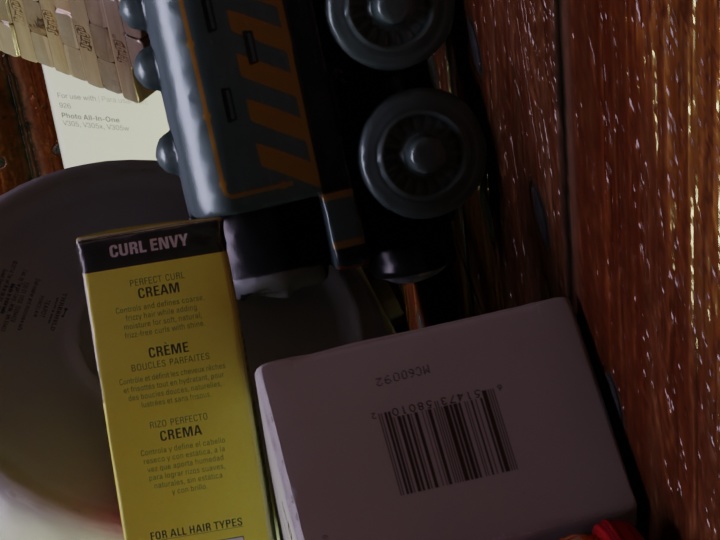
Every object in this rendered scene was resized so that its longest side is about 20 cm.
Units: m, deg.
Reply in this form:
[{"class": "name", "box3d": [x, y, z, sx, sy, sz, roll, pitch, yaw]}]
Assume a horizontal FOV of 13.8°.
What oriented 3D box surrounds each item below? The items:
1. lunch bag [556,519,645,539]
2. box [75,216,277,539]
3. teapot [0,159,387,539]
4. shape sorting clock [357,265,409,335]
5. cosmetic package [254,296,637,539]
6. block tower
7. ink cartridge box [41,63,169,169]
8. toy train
[{"class": "lunch bag", "box3d": [0.071, 0.188, 0.889, 0.200, 0.082, 0.176, 86, 169, -57]}, {"class": "box", "box3d": [-0.053, 0.083, 0.972, 0.075, 0.050, 0.200, -156, 57, -86]}, {"class": "teapot", "box3d": [-0.084, 0.069, 1.108, 0.197, 0.200, 0.146, 54, 151, 27]}, {"class": "shape sorting clock", "box3d": [0.000, 0.000, 1.271, 0.200, 0.039, 0.200, 59, 177, 5]}, {"class": "cosmetic package", "box3d": [0.030, 0.106, 0.988, 0.200, 0.108, 0.085, 87, 169, -56]}, {"class": "block tower", "box3d": [-0.070, -0.099, 1.210, 0.200, 0.058, 0.054, 21, 137, 33]}, {"class": "ink cartridge box", "box3d": [-0.078, -0.058, 1.489, 0.145, 0.087, 0.200, -55, -38, -50]}, {"class": "toy train", "box3d": [-0.026, -0.087, 1.050, 0.085, 0.114, 0.200, -132, 29, -80]}]
